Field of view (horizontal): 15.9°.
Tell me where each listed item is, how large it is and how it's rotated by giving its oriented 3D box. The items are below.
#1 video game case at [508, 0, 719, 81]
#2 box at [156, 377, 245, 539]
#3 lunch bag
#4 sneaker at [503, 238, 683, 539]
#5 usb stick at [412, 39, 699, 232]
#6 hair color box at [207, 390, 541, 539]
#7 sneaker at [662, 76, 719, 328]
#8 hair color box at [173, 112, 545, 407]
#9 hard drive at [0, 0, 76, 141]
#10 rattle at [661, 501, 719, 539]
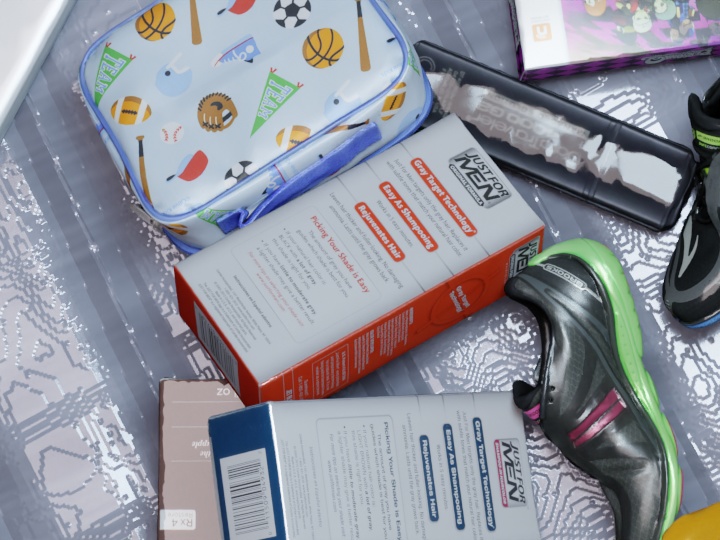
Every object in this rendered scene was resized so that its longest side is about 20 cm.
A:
[{"bbox_3d":[0.182,-0.218,1.575,0.199,0.036,0.183,-7,81,-2],"label":"video game case"},{"bbox_3d":[-0.070,0.165,1.541,0.099,0.075,0.201,-1,84,4],"label":"box"},{"bbox_3d":[-0.065,-0.104,1.558,0.199,0.076,0.161,-33,64,2],"label":"lunch bag"},{"bbox_3d":[0.135,0.084,1.523,0.083,0.077,0.201,-16,84,-6],"label":"sneaker"},{"bbox_3d":[0.110,-0.083,1.576,0.199,0.033,0.056,23,89,8],"label":"usb stick"},{"bbox_3d":[0.010,0.124,1.482,0.060,0.199,0.101,-16,78,47],"label":"hair color box"},{"bbox_3d":[0.217,-0.065,1.522,0.082,0.071,0.201,15,98,-37],"label":"sneaker"},{"bbox_3d":[0.000,0.000,1.520,0.199,0.061,0.102,-29,62,-16],"label":"hair color box"},{"bbox_3d":[-0.257,-0.163,1.624,0.131,0.027,0.201,27,86,8],"label":"hard drive"},{"bbox_3d":[0.287,0.140,1.433,0.142,0.200,0.131,17,85,-29],"label":"rattle"}]
